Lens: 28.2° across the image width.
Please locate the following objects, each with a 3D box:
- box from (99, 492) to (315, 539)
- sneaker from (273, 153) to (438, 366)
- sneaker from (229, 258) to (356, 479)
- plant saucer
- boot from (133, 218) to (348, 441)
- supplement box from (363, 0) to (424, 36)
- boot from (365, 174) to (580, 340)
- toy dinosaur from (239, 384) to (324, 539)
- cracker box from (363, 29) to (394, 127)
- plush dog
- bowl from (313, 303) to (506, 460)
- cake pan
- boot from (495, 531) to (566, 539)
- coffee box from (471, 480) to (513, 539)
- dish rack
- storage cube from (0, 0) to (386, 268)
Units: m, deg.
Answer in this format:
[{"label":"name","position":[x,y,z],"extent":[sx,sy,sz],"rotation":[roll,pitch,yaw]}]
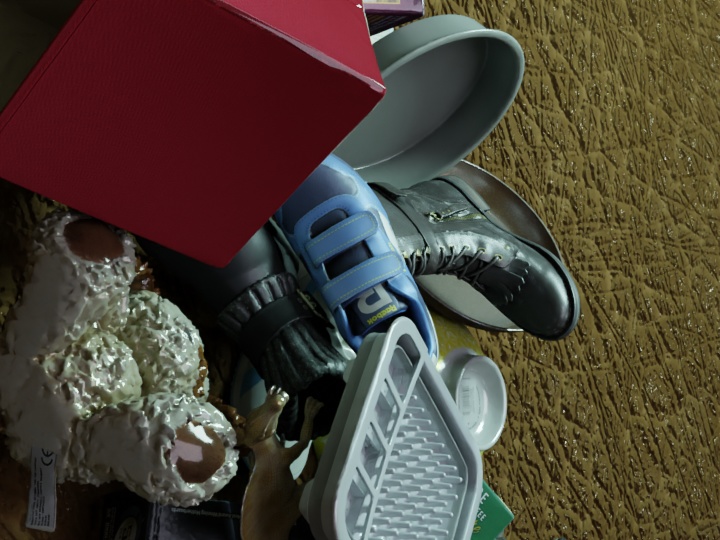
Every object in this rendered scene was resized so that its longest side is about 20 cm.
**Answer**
[{"label":"box","position":[-0.080,0.244,0.992],"extent":[0.200,0.086,0.164],"rotation":[13,76,-30]},{"label":"sneaker","position":[0.000,0.000,1.022],"extent":[0.200,0.074,0.082],"rotation":[59,2,-9]},{"label":"sneaker","position":[-0.041,0.071,1.115],"extent":[0.076,0.081,0.200],"rotation":[36,61,-47]},{"label":"plant saucer","position":[0.091,-0.021,1.266],"extent":[0.200,0.032,0.200],"rotation":[22,42,-21]},{"label":"boot","position":[-0.078,0.023,0.998],"extent":[0.211,0.079,0.158],"rotation":[36,27,-55]},{"label":"supplement box","position":[-0.065,-0.241,1.037],"extent":[0.200,0.103,0.131],"rotation":[-3,89,-27]},{"label":"boot","position":[0.065,-0.007,1.139],"extent":[0.174,0.200,0.069],"rotation":[-9,138,-55]},{"label":"toy dinosaur","position":[-0.055,0.148,0.931],"extent":[0.101,0.058,0.200],"rotation":[-56,146,-54]},{"label":"cracker box","position":[-0.032,-0.220,1.170],"extent":[0.134,0.058,0.200],"rotation":[4,85,-53]},{"label":"plush dog","position":[-0.158,0.069,0.928],"extent":[0.200,0.160,0.172],"rotation":[61,23,7]},{"label":"bowl","position":[0.059,0.112,1.220],"extent":[0.200,0.108,0.201],"rotation":[8,80,-52]},{"label":"cake pan","position":[0.039,-0.130,1.151],"extent":[0.200,0.200,0.037],"rotation":[2,47,-53]},{"label":"boot","position":[0.126,0.252,1.261],"extent":[0.200,0.130,0.068],"rotation":[-17,99,-64]},{"label":"coffee box","position":[0.022,0.230,1.142],"extent":[0.200,0.044,0.123],"rotation":[-47,129,-8]},{"label":"dish rack","position":[0.021,0.148,0.959],"extent":[0.200,0.043,0.172],"rotation":[60,37,-43]},{"label":"storage cube","position":[-0.115,-0.139,0.866],"extent":[0.180,0.200,0.171],"rotation":[23,38,-31]}]
